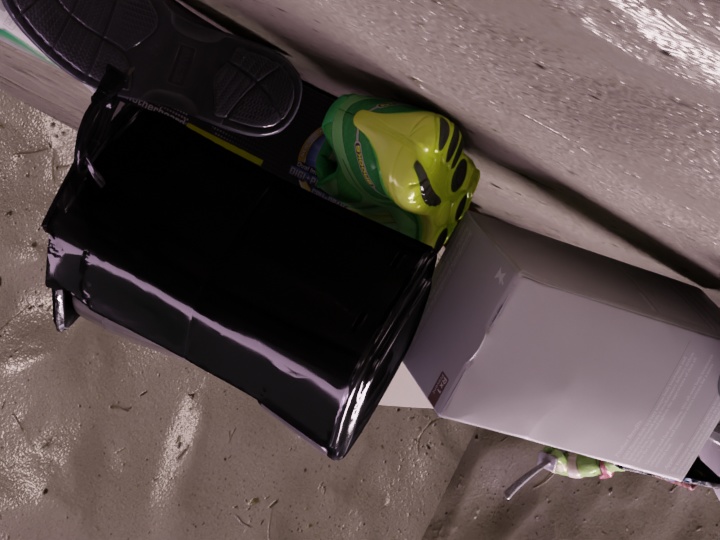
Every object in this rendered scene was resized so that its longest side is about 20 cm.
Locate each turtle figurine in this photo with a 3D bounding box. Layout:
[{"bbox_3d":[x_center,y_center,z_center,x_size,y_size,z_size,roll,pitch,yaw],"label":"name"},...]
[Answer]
[{"bbox_3d":[0.212,0.110,1.766,0.199,0.145,0.194,5,-164,-12],"label":"turtle figurine"}]

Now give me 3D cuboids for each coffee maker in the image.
[{"bbox_3d":[-0.069,0.004,1.130,0.199,0.135,0.192,26,169,10],"label":"coffee maker"}]

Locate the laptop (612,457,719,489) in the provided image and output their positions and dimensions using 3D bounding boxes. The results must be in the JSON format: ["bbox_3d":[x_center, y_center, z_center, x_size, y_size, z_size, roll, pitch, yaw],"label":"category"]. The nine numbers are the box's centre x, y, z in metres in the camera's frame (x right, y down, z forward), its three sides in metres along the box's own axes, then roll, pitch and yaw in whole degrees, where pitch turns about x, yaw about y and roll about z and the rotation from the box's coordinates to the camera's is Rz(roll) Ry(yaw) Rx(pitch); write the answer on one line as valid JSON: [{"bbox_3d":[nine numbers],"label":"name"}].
[{"bbox_3d":[0.188,0.066,1.518,0.199,0.104,0.177,15,-158,-40],"label":"laptop"}]

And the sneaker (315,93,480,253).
[{"bbox_3d":[0.020,-0.058,1.174,0.083,0.074,0.200,30,167,15],"label":"sneaker"}]

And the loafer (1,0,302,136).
[{"bbox_3d":[-0.129,-0.134,1.164,0.199,0.072,0.063,25,-177,-29],"label":"loafer"}]

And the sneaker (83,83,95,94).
[{"bbox_3d":[-0.152,-0.129,1.383,0.200,0.076,0.115,28,-179,41],"label":"sneaker"}]

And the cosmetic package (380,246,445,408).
[{"bbox_3d":[0.000,0.000,1.406,0.073,0.104,0.200,1,143,34],"label":"cosmetic package"}]

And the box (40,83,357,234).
[{"bbox_3d":[-0.081,-0.051,1.281,0.199,0.161,0.044,27,178,5],"label":"box"}]

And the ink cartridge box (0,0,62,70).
[{"bbox_3d":[-0.325,-0.228,1.507,0.199,0.050,0.161,23,176,28],"label":"ink cartridge box"}]

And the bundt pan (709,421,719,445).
[{"bbox_3d":[0.325,0.115,1.404,0.201,0.076,0.202,26,177,2],"label":"bundt pan"}]

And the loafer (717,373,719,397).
[{"bbox_3d":[0.264,0.090,1.215,0.063,0.072,0.200,58,177,27],"label":"loafer"}]

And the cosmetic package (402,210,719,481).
[{"bbox_3d":[0.132,0.048,1.220,0.199,0.107,0.090,20,-160,-29],"label":"cosmetic package"}]

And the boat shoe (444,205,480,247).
[{"bbox_3d":[0.007,-0.048,1.519,0.199,0.072,0.072,20,175,12],"label":"boat shoe"}]

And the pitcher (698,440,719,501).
[{"bbox_3d":[0.308,0.134,1.584,0.171,0.121,0.200,28,-172,-35],"label":"pitcher"}]
